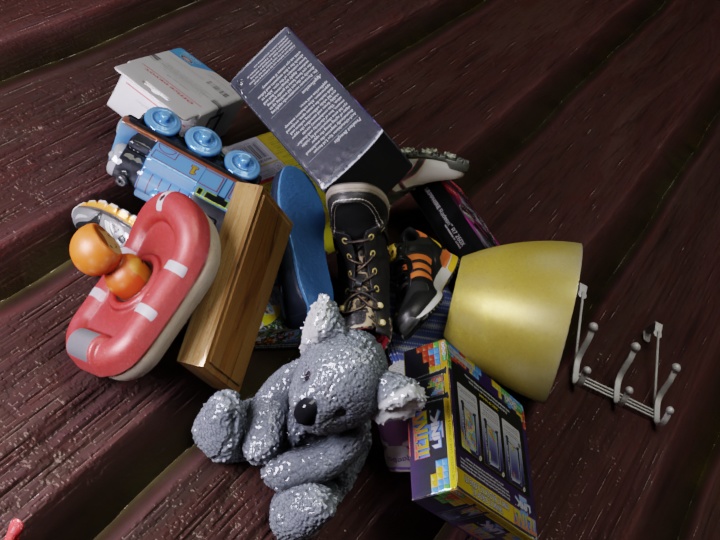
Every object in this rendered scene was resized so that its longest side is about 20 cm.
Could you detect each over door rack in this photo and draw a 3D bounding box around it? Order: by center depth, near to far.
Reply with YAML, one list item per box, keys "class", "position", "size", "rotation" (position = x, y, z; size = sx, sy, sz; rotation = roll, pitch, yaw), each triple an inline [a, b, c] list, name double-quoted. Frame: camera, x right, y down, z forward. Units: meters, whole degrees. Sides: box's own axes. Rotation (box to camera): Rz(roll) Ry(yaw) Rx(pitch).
- class: "over door rack"
  position: [0.362, 0.105, 1.664]
  size: [0.147, 0.067, 0.201]
  rotation: [26, 37, -12]

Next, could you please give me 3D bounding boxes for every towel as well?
- class: "towel"
  position: [0.080, 0.081, 1.521]
  size: [0.144, 0.024, 0.201]
  rotation: [8, 45, -33]

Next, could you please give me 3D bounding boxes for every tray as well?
- class: "tray"
  position: [-0.129, 0.019, 1.279]
  size: [0.037, 0.099, 0.202]
  rotation: [9, 72, 20]

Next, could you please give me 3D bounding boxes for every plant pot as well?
- class: "plant pot"
  position: [0.181, 0.048, 1.487]
  size: [0.140, 0.202, 0.201]
  rotation: [14, 36, 5]

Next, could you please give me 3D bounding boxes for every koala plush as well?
- class: "koala plush"
  position: [-0.035, 0.131, 1.219]
  size: [0.177, 0.201, 0.183]
  rotation: [43, 37, 14]

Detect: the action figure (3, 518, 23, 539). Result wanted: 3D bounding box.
- class: "action figure"
  position: [-0.332, 0.273, 0.965]
  size: [0.065, 0.052, 0.200]
  rotation: [43, 39, 7]

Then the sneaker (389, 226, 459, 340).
- class: "sneaker"
  position: [0.058, 0.012, 1.495]
  size: [0.090, 0.070, 0.200]
  rotation: [40, 30, -3]

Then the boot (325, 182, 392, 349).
- class: "boot"
  position: [0.000, 0.000, 1.401]
  size: [0.072, 0.200, 0.152]
  rotation: [-2, 65, 2]

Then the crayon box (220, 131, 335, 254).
- class: "crayon box"
  position: [-0.084, -0.090, 1.557]
  size: [0.200, 0.051, 0.127]
  rotation: [44, 37, 15]

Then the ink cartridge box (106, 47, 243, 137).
- class: "ink cartridge box"
  position: [-0.239, -0.214, 1.531]
  size: [0.115, 0.067, 0.200]
  rotation: [37, 23, 4]

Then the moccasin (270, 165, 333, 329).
- class: "moccasin"
  position: [-0.084, -0.028, 1.385]
  size: [0.080, 0.068, 0.202]
  rotation: [20, 49, -34]

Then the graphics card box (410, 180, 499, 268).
- class: "graphics card box"
  position: [0.142, -0.051, 1.647]
  size: [0.125, 0.051, 0.201]
  rotation: [33, 24, -56]

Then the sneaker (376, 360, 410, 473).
- class: "sneaker"
  position: [0.064, 0.167, 1.367]
  size: [0.072, 0.116, 0.200]
  rotation: [-4, 12, 24]

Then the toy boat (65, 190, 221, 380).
- class: "toy boat"
  position: [-0.236, 0.001, 1.207]
  size: [0.131, 0.130, 0.201]
  rotation: [46, 68, -36]

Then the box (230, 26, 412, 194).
- class: "box"
  position: [-0.047, -0.181, 1.510]
  size: [0.200, 0.104, 0.148]
  rotation: [48, 4, 19]

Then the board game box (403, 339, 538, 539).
- class: "board game box"
  position: [0.118, 0.191, 1.286]
  size: [0.200, 0.056, 0.167]
  rotation: [41, 40, -47]

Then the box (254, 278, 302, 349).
- class: "box"
  position: [-0.146, 0.005, 1.414]
  size: [0.135, 0.038, 0.201]
  rotation: [1, 47, -36]

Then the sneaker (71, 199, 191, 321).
- class: "sneaker"
  position: [-0.245, -0.013, 1.332]
  size: [0.199, 0.078, 0.078]
  rotation: [28, -6, 19]

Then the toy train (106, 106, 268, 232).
- class: "toy train"
  position: [-0.204, -0.110, 1.402]
  size: [0.199, 0.087, 0.115]
  rotation: [29, 43, -4]

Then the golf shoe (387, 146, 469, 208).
- class: "golf shoe"
  position: [0.048, -0.122, 1.609]
  size: [0.198, 0.089, 0.077]
  rotation: [0, 6, 12]
